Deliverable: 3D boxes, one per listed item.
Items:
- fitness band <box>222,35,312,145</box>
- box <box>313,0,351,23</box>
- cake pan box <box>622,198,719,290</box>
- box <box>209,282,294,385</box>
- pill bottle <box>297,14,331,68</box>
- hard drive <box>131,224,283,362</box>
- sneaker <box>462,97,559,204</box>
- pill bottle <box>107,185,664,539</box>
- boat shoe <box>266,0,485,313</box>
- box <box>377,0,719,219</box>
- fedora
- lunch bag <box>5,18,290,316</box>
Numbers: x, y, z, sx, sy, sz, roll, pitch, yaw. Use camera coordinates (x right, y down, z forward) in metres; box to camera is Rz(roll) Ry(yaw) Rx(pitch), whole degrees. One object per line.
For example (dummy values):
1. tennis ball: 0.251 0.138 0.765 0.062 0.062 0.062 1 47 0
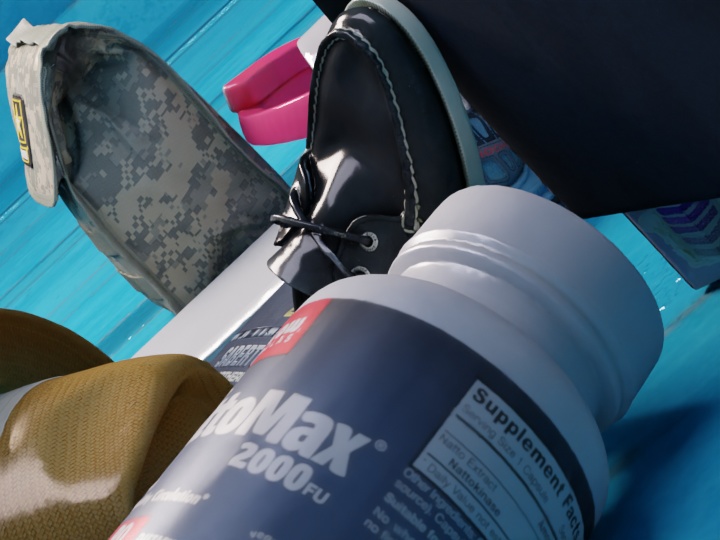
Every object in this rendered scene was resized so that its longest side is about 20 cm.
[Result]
1. fitness band: 0.001 -0.123 1.393 0.143 0.037 0.200 -12 16 23
2. box: 0.041 -0.223 1.082 0.124 0.149 0.200 -14 39 40
3. cake pan box: 0.197 -0.095 0.829 0.184 0.052 0.200 -33 17 45
4. box: -0.018 0.052 1.003 0.158 0.051 0.200 -46 14 -16
5. pill bottle: 0.068 -0.156 1.239 0.200 0.120 0.120 -41 14 8
6. hard drive: -0.081 0.037 1.286 0.200 0.027 0.132 -43 14 1
7. sneaker: 0.042 -0.069 1.099 0.079 0.096 0.200 -42 14 8
8. pill bottle: 0.007 0.072 0.725 0.200 0.120 0.120 -51 15 -29
9. boat shoe: -0.002 -0.001 0.828 0.066 0.200 0.074 -26 44 -29
10. box: 0.137 -0.131 0.758 0.197 0.124 0.200 -51 16 -18
11. fedora: -0.079 0.086 0.804 0.082 0.201 0.201 -27 19 24
12. lunch bag: -0.143 -0.070 1.418 0.118 0.200 0.164 -45 14 -7
